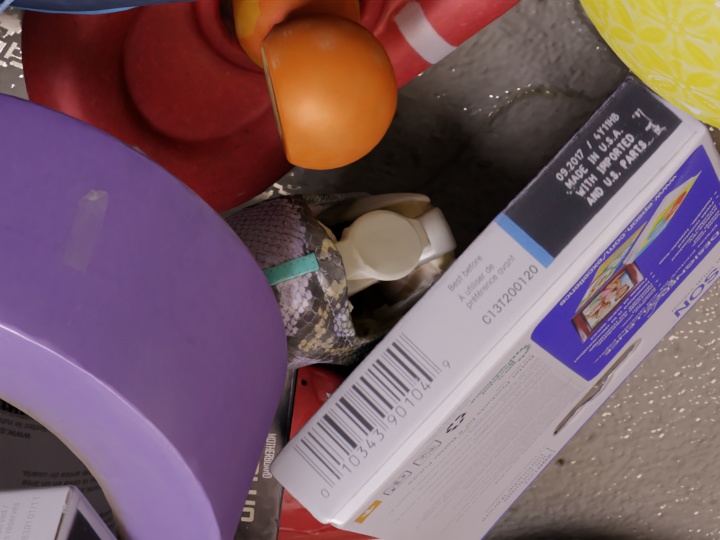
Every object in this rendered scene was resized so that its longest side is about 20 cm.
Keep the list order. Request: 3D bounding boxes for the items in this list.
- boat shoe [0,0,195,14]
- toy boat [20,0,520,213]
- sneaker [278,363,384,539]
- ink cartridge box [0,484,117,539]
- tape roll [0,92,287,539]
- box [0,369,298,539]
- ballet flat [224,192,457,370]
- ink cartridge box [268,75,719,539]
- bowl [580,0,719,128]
[{"bbox_3d":[-0.056,-0.125,0.688,0.200,0.084,0.069,-5,173,12],"label":"boat shoe"},{"bbox_3d":[-0.023,-0.084,0.763,0.200,0.131,0.131,-35,130,18],"label":"toy boat"},{"bbox_3d":[-0.061,0.077,0.960,0.200,0.078,0.116,-7,117,-9],"label":"sneaker"},{"bbox_3d":[-0.140,0.149,0.751,0.200,0.047,0.198,-7,137,24],"label":"ink cartridge box"},{"bbox_3d":[-0.129,0.039,0.720,0.200,0.085,0.200,10,139,9],"label":"tape roll"},{"bbox_3d":[-0.114,0.101,0.882,0.164,0.086,0.200,5,111,-3],"label":"box"},{"bbox_3d":[0.000,0.000,0.824,0.072,0.072,0.200,-32,175,15],"label":"ballet flat"},{"bbox_3d":[0.069,0.028,0.881,0.198,0.043,0.200,-48,161,2],"label":"ink cartridge box"},{"bbox_3d":[0.136,-0.147,0.682,0.200,0.200,0.108,-35,156,18],"label":"bowl"}]
